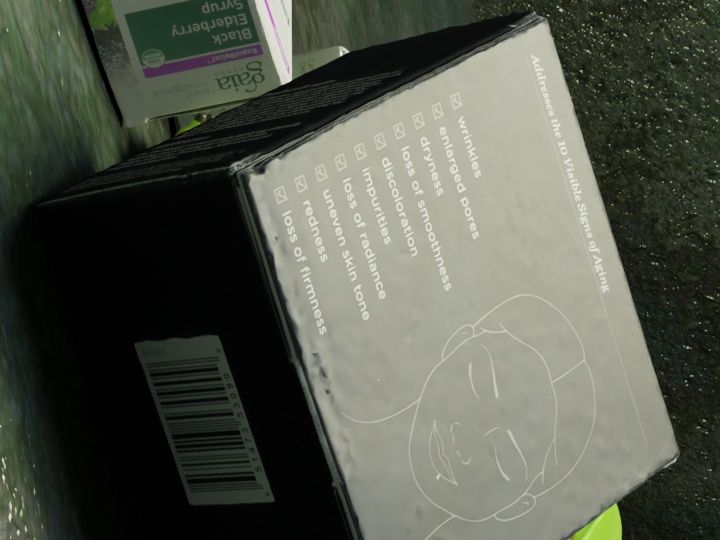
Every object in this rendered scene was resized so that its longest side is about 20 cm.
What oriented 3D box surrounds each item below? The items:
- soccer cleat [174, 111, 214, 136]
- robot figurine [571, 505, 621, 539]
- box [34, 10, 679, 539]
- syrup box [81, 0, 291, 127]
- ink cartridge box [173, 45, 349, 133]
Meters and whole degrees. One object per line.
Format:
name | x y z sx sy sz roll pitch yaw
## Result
soccer cleat | -0.072 -0.018 1.247 0.084 0.065 0.200 -59 -177 10
robot figurine | 0.081 0.175 1.648 0.116 0.175 0.200 -50 170 -45
box | 0.004 0.026 1.108 0.196 0.124 0.201 -28 105 -43
syrup box | -0.079 -0.160 1.305 0.201 0.078 0.082 -91 167 -52
ink cartridge box | 0.007 -0.078 1.450 0.200 0.173 0.044 38 39 -78
